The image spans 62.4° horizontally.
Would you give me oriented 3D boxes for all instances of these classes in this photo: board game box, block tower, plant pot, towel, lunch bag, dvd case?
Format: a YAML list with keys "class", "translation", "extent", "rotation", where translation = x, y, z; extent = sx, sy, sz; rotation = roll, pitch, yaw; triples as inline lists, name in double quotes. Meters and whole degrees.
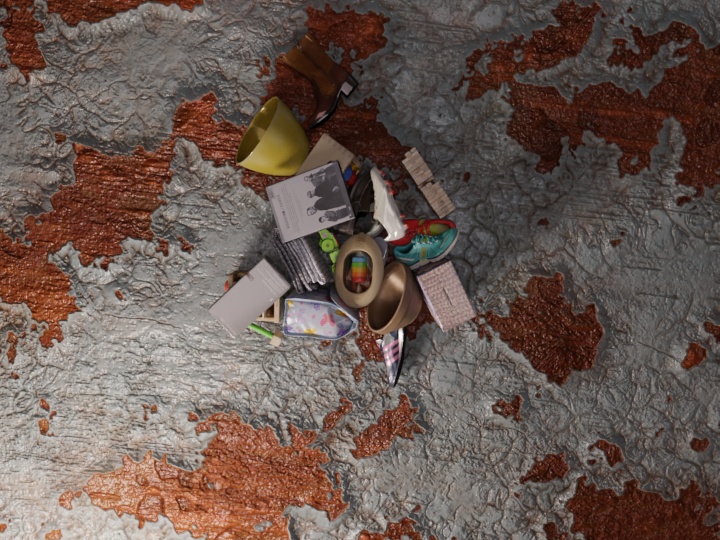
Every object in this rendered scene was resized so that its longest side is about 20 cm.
- class: "board game box"
  translation: [0.218, 0.056, 1.600]
  extent: [0.096, 0.200, 0.161]
  rotation: [-26, 96, 2]
- class: "block tower"
  translation: [0.183, -0.239, 1.642]
  extent: [0.054, 0.058, 0.201]
  rotation: [-34, 94, 3]
- class: "plant pot"
  translation: [0.104, 0.083, 1.614]
  extent: [0.092, 0.201, 0.203]
  rotation: [20, 96, -23]
- class: "towel"
  translation: [-0.162, -0.041, 1.602]
  extent: [0.085, 0.166, 0.202]
  rotation: [-28, 95, 5]
- class: "plant pot"
  translation: [-0.218, -0.332, 1.573]
  extent: [0.141, 0.200, 0.201]
  rotation: [31, 95, -29]
- class: "lunch bag"
  translation: [-0.101, 0.110, 1.616]
  extent: [0.197, 0.170, 0.129]
  rotation: [8, 100, 0]
- class: "dvd case"
  translation: [-0.125, -0.170, 1.489]
  extent: [0.198, 0.025, 0.152]
  rotation: [-18, 88, 10]

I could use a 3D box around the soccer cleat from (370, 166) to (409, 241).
- class: "soccer cleat"
  translation: [0.060, -0.175, 1.562]
  extent: [0.077, 0.069, 0.202]
  rotation: [-24, 85, 13]

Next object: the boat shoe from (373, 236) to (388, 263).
- class: "boat shoe"
  translation: [0.032, 0.007, 1.655]
  extent: [0.070, 0.070, 0.203]
  rotation: [16, 88, 14]

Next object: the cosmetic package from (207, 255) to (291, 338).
- class: "cosmetic package"
  translation: [-0.282, 0.066, 1.525]
  extent: [0.200, 0.090, 0.107]
  rotation: [-44, 98, 1]

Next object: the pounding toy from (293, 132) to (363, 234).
- class: "pounding toy"
  translation: [-0.081, -0.224, 1.588]
  extent: [0.142, 0.184, 0.201]
  rotation: [37, 95, 8]

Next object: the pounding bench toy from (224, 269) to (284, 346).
- class: "pounding bench toy"
  translation: [-0.292, 0.106, 1.634]
  extent: [0.154, 0.124, 0.203]
  rotation: [1, 96, -1]

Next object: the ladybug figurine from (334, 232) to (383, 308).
- class: "ladybug figurine"
  translation: [0.000, 0.000, 1.589]
  extent: [0.134, 0.072, 0.203]
  rotation: [6, 86, 13]

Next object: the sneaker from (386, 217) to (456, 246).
- class: "sneaker"
  translation: [0.168, -0.112, 1.639]
  extent: [0.197, 0.085, 0.078]
  rotation: [-10, 95, 0]

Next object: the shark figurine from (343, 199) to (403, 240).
- class: "shark figurine"
  translation: [0.052, -0.131, 1.643]
  extent: [0.127, 0.089, 0.216]
  rotation: [28, 87, 30]

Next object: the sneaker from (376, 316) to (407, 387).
- class: "sneaker"
  translation: [0.083, 0.229, 1.691]
  extent: [0.081, 0.070, 0.203]
  rotation: [8, 93, 15]

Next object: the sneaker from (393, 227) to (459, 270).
- class: "sneaker"
  translation: [0.175, -0.064, 1.588]
  extent: [0.199, 0.078, 0.080]
  rotation: [-26, 118, 32]

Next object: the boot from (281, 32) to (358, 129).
- class: "boot"
  translation: [-0.134, -0.509, 1.601]
  extent: [0.200, 0.068, 0.189]
  rotation: [42, 94, -4]

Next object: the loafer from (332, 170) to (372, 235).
- class: "loafer"
  translation: [-0.002, -0.174, 1.602]
  extent: [0.071, 0.073, 0.202]
  rotation: [27, 80, 11]

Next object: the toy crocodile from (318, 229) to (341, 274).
- class: "toy crocodile"
  translation: [-0.068, -0.045, 1.652]
  extent: [0.061, 0.067, 0.202]
  rotation: [-27, 98, -5]
